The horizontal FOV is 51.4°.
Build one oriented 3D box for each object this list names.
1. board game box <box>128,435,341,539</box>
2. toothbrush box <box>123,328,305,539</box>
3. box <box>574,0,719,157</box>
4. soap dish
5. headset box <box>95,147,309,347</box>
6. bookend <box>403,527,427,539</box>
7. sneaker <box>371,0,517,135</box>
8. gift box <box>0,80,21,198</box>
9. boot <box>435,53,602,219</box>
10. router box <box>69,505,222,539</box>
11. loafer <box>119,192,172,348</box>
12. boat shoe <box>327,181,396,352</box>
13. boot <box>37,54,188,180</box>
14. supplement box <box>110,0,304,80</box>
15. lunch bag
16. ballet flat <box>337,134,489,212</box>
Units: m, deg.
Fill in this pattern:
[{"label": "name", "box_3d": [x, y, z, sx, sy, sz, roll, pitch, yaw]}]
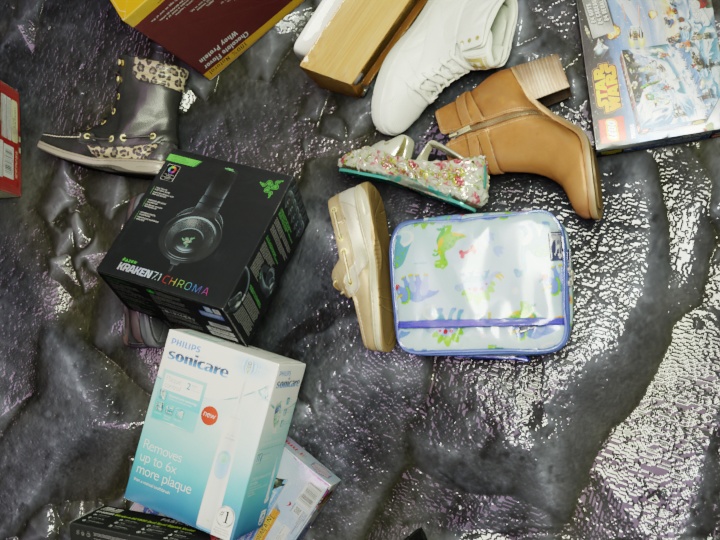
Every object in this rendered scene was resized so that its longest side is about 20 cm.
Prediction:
[{"label": "board game box", "box_3d": [-0.157, 0.277, 0.916, 0.199, 0.041, 0.201, 36, 96, 17]}, {"label": "toothbrush box", "box_3d": [-0.165, 0.183, 0.861, 0.145, 0.085, 0.202, 16, 88, 18]}, {"label": "box", "box_3d": [0.312, -0.235, 0.812, 0.136, 0.040, 0.202, -7, 83, 16]}, {"label": "soap dish", "box_3d": [0.014, -0.294, 0.859, 0.081, 0.157, 0.201, 36, 97, 0]}, {"label": "headset box", "box_3d": [-0.177, -0.037, 0.890, 0.173, 0.093, 0.201, 15, 62, 19]}, {"label": "bookend", "box_3d": [0.014, 0.425, 0.822, 0.199, 0.092, 0.200, -30, 76, 15]}, {"label": "sneaker", "box_3d": [0.097, -0.234, 0.844, 0.115, 0.073, 0.201, 34, 96, 45]}, {"label": "gift box", "box_3d": [-0.585, -0.174, 1.024, 0.185, 0.200, 0.186, -3, 80, 2]}, {"label": "boot", "box_3d": [0.175, -0.126, 0.832, 0.154, 0.074, 0.202, -21, 69, 19]}, {"label": "router box", "box_3d": [-0.249, 0.375, 0.890, 0.198, 0.062, 0.151, 2, 95, 25]}, {"label": "loafer", "box_3d": [-0.290, 0.002, 0.970, 0.062, 0.072, 0.202, -8, 86, 21]}, {"label": "boat shoe", "box_3d": [0.000, 0.000, 0.879, 0.069, 0.074, 0.202, -12, 75, 21]}, {"label": "boot", "box_3d": [-0.323, -0.206, 0.995, 0.198, 0.073, 0.152, 11, 90, 14]}, {"label": "supplement box", "box_3d": [-0.186, -0.370, 0.898, 0.197, 0.200, 0.133, -36, 76, 11]}, {"label": "lunch bag", "box_3d": [0.134, 0.019, 0.827, 0.198, 0.082, 0.162, -1, 88, 19]}, {"label": "ballet flat", "box_3d": [0.063, -0.119, 0.854, 0.199, 0.075, 0.064, 20, 94, 32]}]
